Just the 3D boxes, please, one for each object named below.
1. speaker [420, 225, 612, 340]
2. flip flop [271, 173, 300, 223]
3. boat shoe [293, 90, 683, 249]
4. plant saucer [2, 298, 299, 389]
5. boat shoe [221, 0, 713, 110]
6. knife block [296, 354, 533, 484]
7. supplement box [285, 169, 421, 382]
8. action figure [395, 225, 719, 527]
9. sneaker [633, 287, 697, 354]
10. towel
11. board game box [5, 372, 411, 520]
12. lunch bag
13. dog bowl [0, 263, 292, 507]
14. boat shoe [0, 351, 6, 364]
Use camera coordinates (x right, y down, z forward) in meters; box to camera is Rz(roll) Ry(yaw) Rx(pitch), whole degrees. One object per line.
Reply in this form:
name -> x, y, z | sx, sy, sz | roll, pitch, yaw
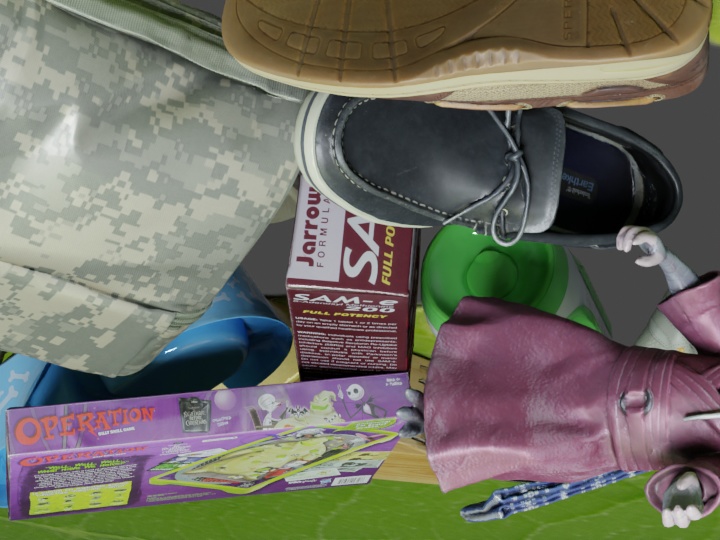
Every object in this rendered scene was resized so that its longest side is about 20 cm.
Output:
speaker -> 0.096, 0.040, 0.945 | 0.088, 0.089, 0.200 | 0, 155, 20
flip flop -> -0.117, -0.023, 0.905 | 0.198, 0.058, 0.081 | -10, 151, 21
boat shoe -> 0.062, -0.048, 0.744 | 0.198, 0.075, 0.062 | 11, 178, -32
plant saucer -> -0.141, 0.065, 1.028 | 0.199, 0.049, 0.199 | -37, 153, 25
boat shoe -> 0.043, -0.092, 0.683 | 0.198, 0.073, 0.072 | -1, 158, 14
knife block -> 0.042, 0.110, 1.153 | 0.174, 0.065, 0.199 | 23, 153, -28
supplement box -> 0.000, 0.000, 0.857 | 0.060, 0.110, 0.200 | 4, 157, 3
action figure -> 0.124, 0.069, 0.749 | 0.198, 0.135, 0.149 | 3, 152, 23
sneaker -> 0.241, 0.050, 0.932 | 0.198, 0.076, 0.093 | 2, 128, -22
towel -> 0.164, 0.118, 1.053 | 0.198, 0.024, 0.145 | -17, 171, -7
board game box -> -0.080, 0.091, 0.857 | 0.198, 0.033, 0.120 | -4, 162, -14
lunch bag -> -0.132, -0.060, 0.735 | 0.199, 0.140, 0.168 | 20, 138, -31
dog bowl -> -0.131, 0.059, 0.907 | 0.199, 0.050, 0.111 | -34, 155, 17
boat shoe -> -0.296, 0.037, 0.947 | 0.198, 0.067, 0.074 | 6, 151, 14
